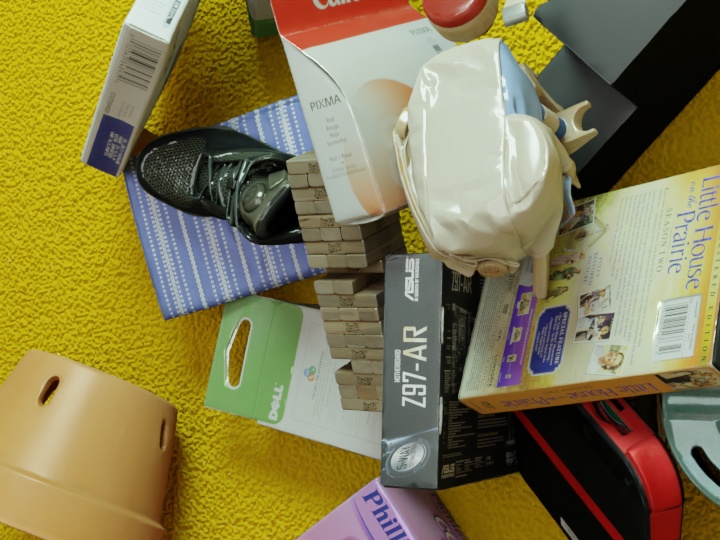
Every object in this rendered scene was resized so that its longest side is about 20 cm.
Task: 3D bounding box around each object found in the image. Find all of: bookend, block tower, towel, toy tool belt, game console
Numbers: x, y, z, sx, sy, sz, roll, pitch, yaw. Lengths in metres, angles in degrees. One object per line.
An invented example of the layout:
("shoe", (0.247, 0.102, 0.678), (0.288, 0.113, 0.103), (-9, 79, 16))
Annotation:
("bookend", (0.166, -0.145, 0.998), (0.092, 0.199, 0.200), (46, 105, 19))
("block tower", (0.000, 0.000, 1.010), (0.058, 0.054, 0.201), (0, 109, 34))
("towel", (-0.090, -0.054, 1.144), (0.199, 0.024, 0.145), (-17, 87, 15))
("toy tool belt", (0.089, -0.089, 0.915), (0.125, 0.123, 0.201), (-15, 64, 24))
("game console", (0.161, 0.139, 0.975), (0.031, 0.177, 0.200), (-21, 39, -12))

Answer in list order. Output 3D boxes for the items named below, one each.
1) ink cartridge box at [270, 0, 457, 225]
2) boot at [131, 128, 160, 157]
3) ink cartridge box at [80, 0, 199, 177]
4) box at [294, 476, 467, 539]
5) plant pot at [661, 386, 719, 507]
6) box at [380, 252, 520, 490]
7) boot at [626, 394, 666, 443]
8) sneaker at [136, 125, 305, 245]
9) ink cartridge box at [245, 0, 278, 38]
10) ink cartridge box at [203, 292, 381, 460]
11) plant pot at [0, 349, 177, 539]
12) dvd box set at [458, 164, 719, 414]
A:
("ink cartridge box", (0.018, -0.147, 0.965), (0.050, 0.162, 0.201), (-8, 101, 38))
("boot", (-0.119, -0.099, 1.196), (0.144, 0.071, 0.201), (-40, 76, 10))
("ink cartridge box", (-0.155, -0.203, 1.118), (0.041, 0.200, 0.200), (23, 58, -9))
("box", (0.005, 0.286, 1.093), (0.200, 0.097, 0.176), (-39, 72, 16))
("plant pot", (0.292, 0.087, 0.929), (0.200, 0.196, 0.201), (-2, 86, 22))
("box", (0.072, 0.074, 1.022), (0.043, 0.200, 0.161), (0, 87, 22))
("boot", (0.176, 0.087, 1.010), (0.077, 0.138, 0.201), (6, 90, 23))
("sneaker", (-0.094, -0.068, 1.076), (0.199, 0.114, 0.076), (18, 95, 16))
("ink cartridge box", (-0.060, -0.290, 1.100), (0.087, 0.200, 0.146), (-11, 80, -4))
("ink cartridge box", (-0.022, 0.085, 1.137), (0.200, 0.059, 0.104), (12, 91, 28))
("plant pot", (-0.241, 0.156, 1.170), (0.200, 0.200, 0.140), (15, 75, 24))
("dvd box set", (0.159, 0.015, 0.908), (0.200, 0.029, 0.147), (-14, 52, 44))
